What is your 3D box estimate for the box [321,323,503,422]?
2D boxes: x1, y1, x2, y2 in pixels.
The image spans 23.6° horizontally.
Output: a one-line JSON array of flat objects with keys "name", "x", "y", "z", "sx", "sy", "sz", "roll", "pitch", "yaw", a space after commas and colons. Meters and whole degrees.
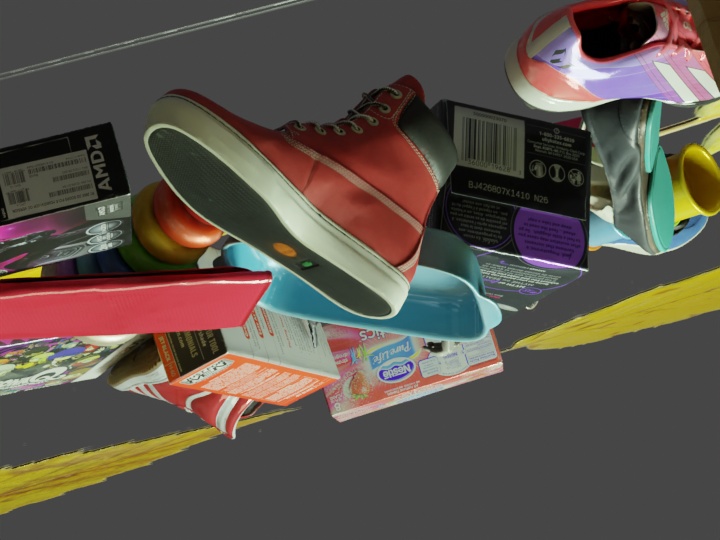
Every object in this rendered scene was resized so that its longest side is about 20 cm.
[{"name": "box", "x": 0.052, "y": 0.091, "z": 1.916, "sx": 0.199, "sy": 0.103, "sz": 0.095, "roll": -18, "pitch": 169, "yaw": 2}]

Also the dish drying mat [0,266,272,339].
[{"name": "dish drying mat", "x": -0.161, "y": 0.022, "z": 1.124, "sx": 0.199, "sy": 0.018, "sz": 0.077, "roll": -4, "pitch": 153, "yaw": -24}]

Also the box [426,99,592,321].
[{"name": "box", "x": 0.069, "y": -0.030, "z": 1.244, "sx": 0.122, "sy": 0.107, "sz": 0.200, "roll": 11, "pitch": 159, "yaw": -20}]

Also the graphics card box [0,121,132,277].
[{"name": "graphics card box", "x": -0.237, "y": -0.027, "z": 1.025, "sx": 0.199, "sy": 0.051, "sz": 0.125, "roll": -16, "pitch": 169, "yaw": -11}]

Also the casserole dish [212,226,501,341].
[{"name": "casserole dish", "x": 0.000, "y": 0.000, "z": 1.150, "sx": 0.199, "sy": 0.039, "sz": 0.121, "roll": 7, "pitch": 156, "yaw": 15}]

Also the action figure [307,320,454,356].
[{"name": "action figure", "x": 0.048, "y": 0.006, "z": 1.460, "sx": 0.199, "sy": 0.119, "sz": 0.102, "roll": -12, "pitch": 125, "yaw": -3}]

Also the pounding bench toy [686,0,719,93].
[{"name": "pounding bench toy", "x": 0.266, "y": -0.180, "z": 0.833, "sx": 0.199, "sy": 0.125, "sz": 0.156, "roll": -15, "pitch": 169, "yaw": -12}]

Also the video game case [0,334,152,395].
[{"name": "video game case", "x": -0.282, "y": 0.068, "z": 1.465, "sx": 0.199, "sy": 0.036, "sz": 0.181, "roll": -9, "pitch": 165, "yaw": -35}]

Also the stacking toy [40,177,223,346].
[{"name": "stacking toy", "x": -0.134, "y": -0.023, "z": 1.145, "sx": 0.085, "sy": 0.086, "sz": 0.200, "roll": -7, "pitch": 161, "yaw": -41}]

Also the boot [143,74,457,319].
[{"name": "boot", "x": -0.030, "y": -0.081, "z": 1.036, "sx": 0.200, "sy": 0.145, "sz": 0.072, "roll": 36, "pitch": 154, "yaw": -29}]

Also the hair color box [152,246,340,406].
[{"name": "hair color box", "x": -0.098, "y": 0.047, "z": 1.408, "sx": 0.061, "sy": 0.102, "sz": 0.200, "roll": -27, "pitch": 160, "yaw": 18}]

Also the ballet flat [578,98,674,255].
[{"name": "ballet flat", "x": 0.194, "y": -0.080, "z": 1.277, "sx": 0.073, "sy": 0.073, "sz": 0.200, "roll": -18, "pitch": 148, "yaw": 4}]

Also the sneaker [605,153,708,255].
[{"name": "sneaker", "x": 0.278, "y": -0.060, "z": 1.569, "sx": 0.199, "sy": 0.077, "sz": 0.111, "roll": 1, "pitch": 170, "yaw": -39}]

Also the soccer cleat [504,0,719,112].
[{"name": "soccer cleat", "x": 0.187, "y": -0.142, "z": 1.068, "sx": 0.199, "sy": 0.068, "sz": 0.073, "roll": -9, "pitch": 162, "yaw": -27}]

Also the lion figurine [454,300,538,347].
[{"name": "lion figurine", "x": 0.101, "y": 0.008, "z": 1.651, "sx": 0.199, "sy": 0.073, "sz": 0.122, "roll": -20, "pitch": -156, "yaw": -18}]

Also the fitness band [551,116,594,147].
[{"name": "fitness band", "x": 0.139, "y": -0.082, "z": 1.376, "sx": 0.199, "sy": 0.038, "sz": 0.144, "roll": -14, "pitch": 171, "yaw": -12}]

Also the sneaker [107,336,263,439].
[{"name": "sneaker", "x": -0.153, "y": 0.097, "z": 1.536, "sx": 0.112, "sy": 0.071, "sz": 0.200, "roll": 32, "pitch": 166, "yaw": -17}]

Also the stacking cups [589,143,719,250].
[{"name": "stacking cups", "x": 0.201, "y": -0.051, "z": 1.422, "sx": 0.060, "sy": 0.061, "sz": 0.200, "roll": -5, "pitch": 172, "yaw": -46}]
